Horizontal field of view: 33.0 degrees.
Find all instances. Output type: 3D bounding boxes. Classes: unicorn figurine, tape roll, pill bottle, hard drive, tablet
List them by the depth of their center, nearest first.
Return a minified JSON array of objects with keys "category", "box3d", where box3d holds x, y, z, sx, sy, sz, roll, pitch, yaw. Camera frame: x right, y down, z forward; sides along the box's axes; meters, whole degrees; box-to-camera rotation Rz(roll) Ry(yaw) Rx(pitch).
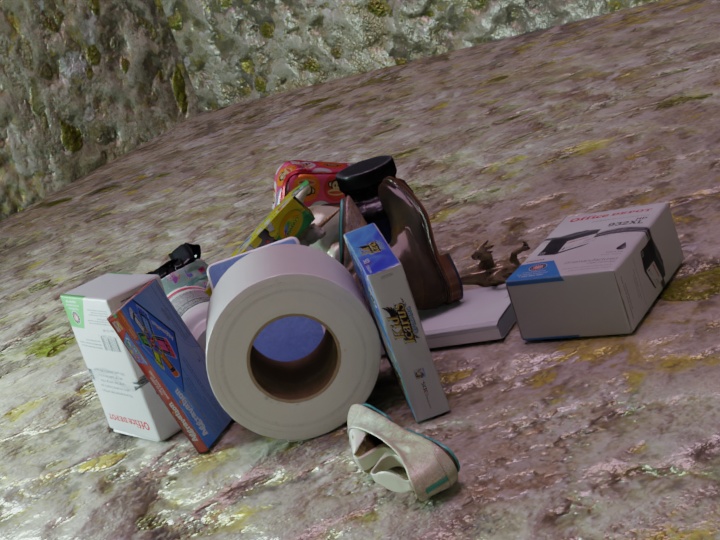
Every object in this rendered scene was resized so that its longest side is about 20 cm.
[{"category":"tape roll","box3d":[-0.083,0.081,1.438,0.202,0.204,0.139,-20,16,-2]},{"category":"tablet","box3d":[-0.114,0.066,1.568,0.129,0.201,0.014,-19,-16,2]},{"category":"hard drive","box3d":[0.110,0.063,1.577,0.199,0.026,0.132,-11,19,30]},{"category":"unicorn figurine","box3d":[-0.073,0.012,1.663,0.073,0.201,0.137,9,4,-9]},{"category":"pill bottle","box3d":[-0.219,0.091,1.715,0.110,0.111,0.200,-25,17,-16]},{"category":"pill bottle","box3d":[0.036,-0.055,1.723,0.111,0.201,0.112,-18,16,5]}]

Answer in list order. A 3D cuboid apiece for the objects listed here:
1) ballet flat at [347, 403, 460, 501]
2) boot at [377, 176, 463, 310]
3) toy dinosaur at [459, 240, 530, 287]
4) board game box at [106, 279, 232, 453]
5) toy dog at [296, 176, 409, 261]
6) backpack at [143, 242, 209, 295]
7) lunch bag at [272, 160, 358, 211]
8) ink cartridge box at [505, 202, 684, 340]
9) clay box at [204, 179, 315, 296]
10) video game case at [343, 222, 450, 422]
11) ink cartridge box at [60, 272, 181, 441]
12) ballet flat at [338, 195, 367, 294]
[{"category":"ballet flat","box3d":[0.025,0.184,1.239,0.062,0.068,0.200,-37,22,-20]},{"category":"boot","box3d":[0.048,-0.032,1.593,0.097,0.201,0.075,-21,-26,-18]},{"category":"toy dinosaur","box3d":[0.173,0.004,1.616,0.199,0.059,0.101,-9,-19,-3]},{"category":"board game box","box3d":[-0.226,0.117,1.494,0.019,0.201,0.103,-27,12,27]},{"category":"toy dog","box3d":[-0.009,-0.069,1.853,0.200,0.194,0.139,-36,12,-21]},{"category":"backpack","box3d":[-0.284,0.041,1.901,0.167,0.127,0.200,-37,6,-15]},{"category":"lunch bag","box3d":[-0.044,-0.085,1.955,0.199,0.177,0.082,-2,19,-18]},{"category":"ink cartridge box","box3d":[0.286,0.000,1.473,0.145,0.084,0.200,-8,21,36]},{"category":"clay box","box3d":[-0.127,-0.037,1.657,0.200,0.048,0.115,-46,9,2]},{"category":"video game case","box3d":[0.039,0.055,1.413,0.045,0.182,0.200,-21,17,-2]},{"category":"ink cartridge box","box3d":[-0.297,0.111,1.595,0.084,0.201,0.146,-28,19,-34]},{"category":"ballet flat","box3d":[0.000,0.000,1.645,0.067,0.201,0.068,3,-1,1]}]
